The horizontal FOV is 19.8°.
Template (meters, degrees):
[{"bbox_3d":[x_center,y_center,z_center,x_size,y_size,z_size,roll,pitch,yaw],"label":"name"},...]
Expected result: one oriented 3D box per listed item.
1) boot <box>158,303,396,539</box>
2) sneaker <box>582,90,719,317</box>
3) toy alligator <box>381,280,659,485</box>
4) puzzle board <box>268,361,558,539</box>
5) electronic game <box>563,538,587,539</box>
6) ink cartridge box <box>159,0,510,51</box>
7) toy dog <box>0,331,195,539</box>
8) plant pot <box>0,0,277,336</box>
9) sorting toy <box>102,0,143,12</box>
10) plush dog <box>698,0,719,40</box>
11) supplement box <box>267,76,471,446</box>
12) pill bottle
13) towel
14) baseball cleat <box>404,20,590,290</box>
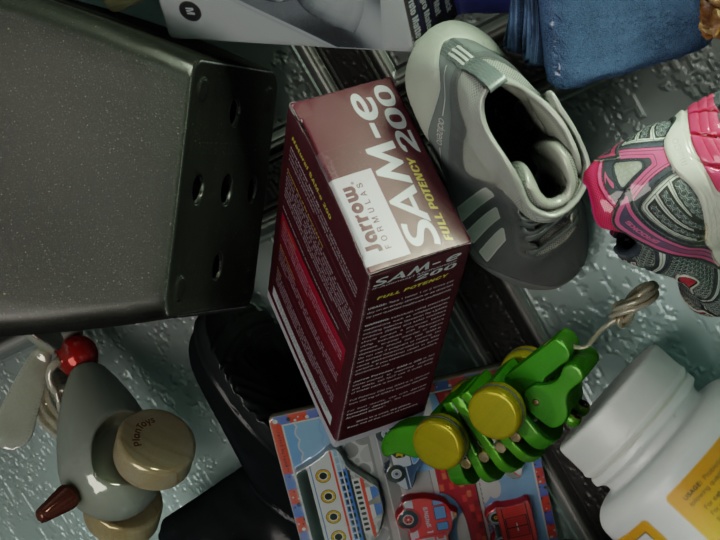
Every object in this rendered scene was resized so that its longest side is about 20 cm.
[{"bbox_3d":[-0.077,0.133,1.287,0.168,0.076,0.200,-35,101,35],"label":"boot"},{"bbox_3d":[0.155,-0.026,1.007,0.074,0.200,0.081,-20,66,8],"label":"sneaker"},{"bbox_3d":[0.094,0.072,1.104,0.200,0.059,0.054,-32,96,34],"label":"toy alligator"},{"bbox_3d":[0.041,0.160,1.222,0.150,0.017,0.201,-13,111,2],"label":"puzzle board"},{"bbox_3d":[0.183,0.218,1.124,0.200,0.200,0.042,43,89,4],"label":"electronic game"},{"bbox_3d":[-0.024,-0.197,0.998,0.199,0.041,0.200,4,132,22],"label":"ink cartridge box"},{"bbox_3d":[-0.189,0.091,1.278,0.200,0.096,0.132,36,130,41],"label":"toy dog"},{"bbox_3d":[-0.154,-0.055,1.135,0.176,0.200,0.201,8,94,16],"label":"plant pot"},{"bbox_3d":[-0.090,-0.266,1.083,0.199,0.070,0.199,-17,105,37],"label":"sorting toy"},{"bbox_3d":[0.251,-0.129,0.931,0.200,0.160,0.172,-38,75,21],"label":"plush dog"},{"bbox_3d":[0.000,0.000,1.105,0.200,0.061,0.109,101,148,-61],"label":"supplement box"},{"bbox_3d":[0.205,0.135,1.098,0.200,0.109,0.109,43,129,3],"label":"pill bottle"},{"bbox_3d":[0.123,-0.194,0.979,0.049,0.111,0.201,-137,39,-54],"label":"towel"},{"bbox_3d":[0.083,-0.037,1.048,0.106,0.070,0.200,47,176,44],"label":"baseball cleat"}]
